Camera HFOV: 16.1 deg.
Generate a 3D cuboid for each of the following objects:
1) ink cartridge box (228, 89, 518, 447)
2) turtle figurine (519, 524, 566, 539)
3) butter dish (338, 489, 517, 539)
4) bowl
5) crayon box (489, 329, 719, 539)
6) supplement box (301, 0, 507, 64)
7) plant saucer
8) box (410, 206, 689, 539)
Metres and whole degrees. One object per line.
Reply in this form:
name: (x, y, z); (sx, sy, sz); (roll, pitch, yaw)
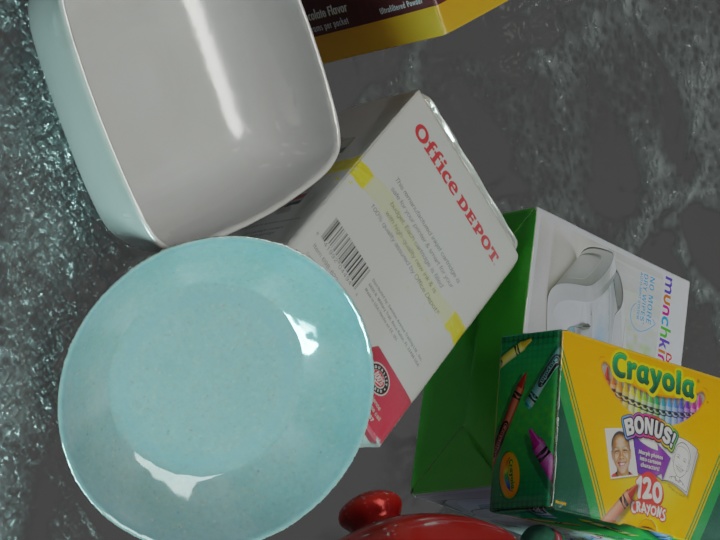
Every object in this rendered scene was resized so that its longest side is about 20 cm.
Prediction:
ink cartridge box: (0.000, 0.000, 1.678); (0.200, 0.083, 0.146); (-50, 118, -38)
turtle figurine: (0.152, 0.242, 1.786); (0.149, 0.101, 0.201); (-33, 126, -16)
butter dish: (0.024, 0.211, 1.625); (0.199, 0.200, 0.149); (12, 51, -44)
bowl: (-0.117, -0.122, 1.583); (0.200, 0.074, 0.201); (-31, 106, -44)
crayon box: (0.176, 0.119, 1.725); (0.199, 0.058, 0.120); (17, 72, -42)
supplement box: (0.032, -0.272, 1.722); (0.197, 0.132, 0.201); (-32, 106, -44)
plant saucer: (-0.091, 0.071, 1.559); (0.199, 0.039, 0.203); (-5, 108, -16)
box: (0.135, 0.082, 1.801); (0.176, 0.096, 0.202); (24, 67, -40)
